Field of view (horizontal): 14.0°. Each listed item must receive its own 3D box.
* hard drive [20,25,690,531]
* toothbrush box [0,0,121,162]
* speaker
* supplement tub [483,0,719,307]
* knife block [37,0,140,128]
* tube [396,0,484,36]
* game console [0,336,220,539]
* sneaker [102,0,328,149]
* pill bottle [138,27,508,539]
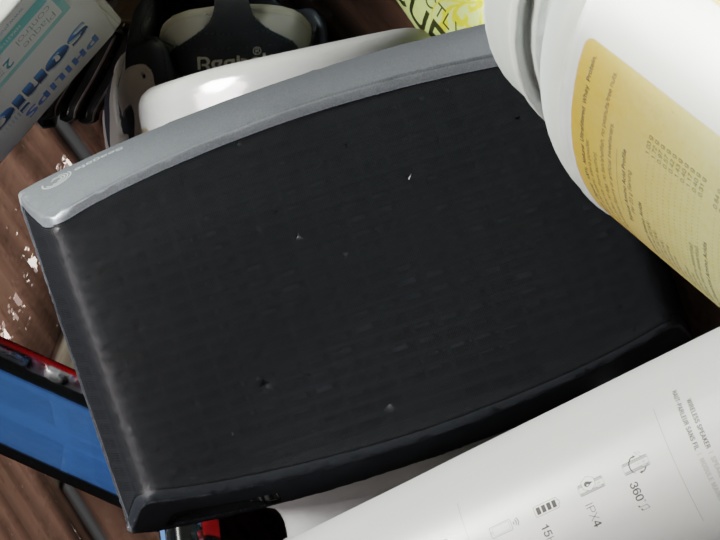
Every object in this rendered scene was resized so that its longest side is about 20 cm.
[{"bbox_3d":[0.000,0.000,0.968,0.042,0.200,0.135,-159,51,-86],"label":"hard drive"},{"bbox_3d":[-0.211,-0.105,1.056,0.200,0.085,0.146,41,87,16],"label":"toothbrush box"},{"bbox_3d":[0.069,0.082,0.904,0.200,0.081,0.081,-28,60,12],"label":"speaker"},{"bbox_3d":[0.141,-0.049,0.825,0.200,0.144,0.144,44,122,39],"label":"supplement tub"},{"bbox_3d":[-0.131,-0.161,1.296,0.176,0.064,0.200,13,98,53],"label":"knife block"},{"bbox_3d":[0.040,-0.109,1.069,0.200,0.052,0.058,56,164,36],"label":"tube"},{"bbox_3d":[-0.116,0.108,1.139,0.200,0.119,0.172,103,161,-75],"label":"game console"},{"bbox_3d":[-0.049,-0.041,1.136,0.130,0.079,0.199,100,161,-51],"label":"sneaker"},{"bbox_3d":[-0.006,0.021,1.053,0.111,0.111,0.200,-9,94,54],"label":"pill bottle"}]
